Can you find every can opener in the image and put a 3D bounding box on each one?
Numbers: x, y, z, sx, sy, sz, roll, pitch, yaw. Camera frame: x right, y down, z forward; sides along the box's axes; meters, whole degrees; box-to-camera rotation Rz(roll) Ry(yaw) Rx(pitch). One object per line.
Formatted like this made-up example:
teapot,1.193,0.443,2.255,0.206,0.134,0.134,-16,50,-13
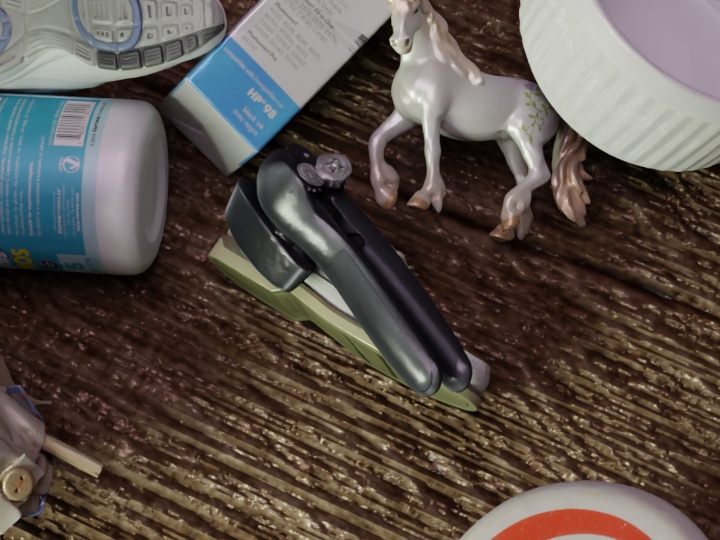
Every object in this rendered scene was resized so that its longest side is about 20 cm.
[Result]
can opener,0.000,0.000,1.550,0.063,0.079,0.200,-18,54,-43

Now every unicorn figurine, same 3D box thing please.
unicorn figurine,0.060,-0.099,1.610,0.074,0.199,0.138,3,79,50

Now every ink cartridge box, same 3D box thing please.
ink cartridge box,-0.030,-0.158,1.649,0.067,0.116,0.200,45,77,-5

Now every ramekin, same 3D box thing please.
ramekin,0.192,-0.156,1.603,0.199,0.105,0.201,13,56,-21

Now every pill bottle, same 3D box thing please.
pill bottle,-0.227,-0.057,1.638,0.199,0.111,0.111,4,68,8

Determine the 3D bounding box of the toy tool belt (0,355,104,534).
toy tool belt,-0.246,0.111,1.568,0.122,0.200,0.126,9,84,-33

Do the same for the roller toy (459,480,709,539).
roller toy,0.135,0.224,1.466,0.182,0.140,0.200,-45,60,-6

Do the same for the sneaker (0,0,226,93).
sneaker,-0.167,-0.148,1.616,0.199,0.087,0.075,-2,80,27

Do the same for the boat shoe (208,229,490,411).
boat shoe,0.002,0.013,1.604,0.199,0.075,0.069,31,79,18
